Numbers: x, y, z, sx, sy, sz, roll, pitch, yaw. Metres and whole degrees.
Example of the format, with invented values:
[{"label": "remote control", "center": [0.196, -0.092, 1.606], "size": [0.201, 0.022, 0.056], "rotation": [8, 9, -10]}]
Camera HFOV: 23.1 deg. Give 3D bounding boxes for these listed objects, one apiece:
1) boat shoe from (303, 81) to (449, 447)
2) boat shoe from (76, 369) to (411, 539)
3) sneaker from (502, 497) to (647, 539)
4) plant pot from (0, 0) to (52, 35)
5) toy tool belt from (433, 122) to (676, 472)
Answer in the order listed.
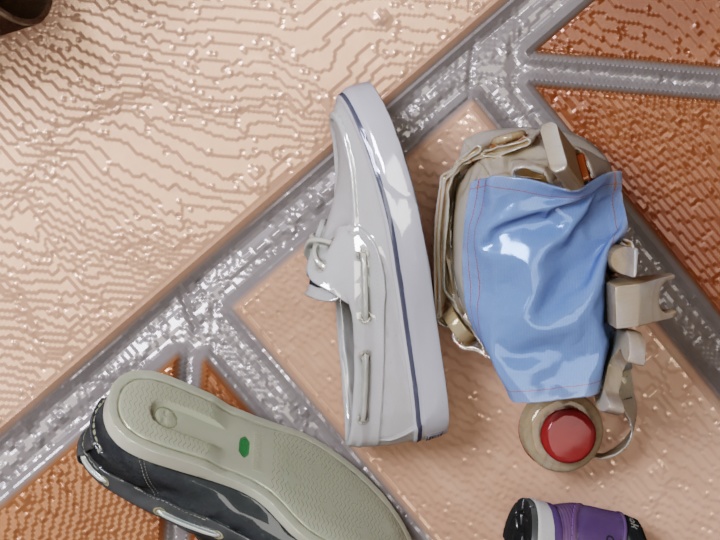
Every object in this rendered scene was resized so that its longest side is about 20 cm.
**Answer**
[{"label": "boat shoe", "center": [0.000, 0.000, 0.966], "size": [0.065, 0.072, 0.201], "rotation": [-12, 104, -8]}, {"label": "boat shoe", "center": [-0.062, 0.125, 0.981], "size": [0.200, 0.072, 0.068], "rotation": [28, 128, -13]}, {"label": "sneaker", "center": [0.119, 0.233, 0.994], "size": [0.087, 0.076, 0.201], "rotation": [8, 94, -12]}, {"label": "plant pot", "center": [-0.288, -0.170, 0.884], "size": [0.199, 0.187, 0.187], "rotation": [-22, 97, 12]}, {"label": "toy tool belt", "center": [0.104, 0.020, 0.947], "size": [0.124, 0.123, 0.201], "rotation": [-8, 96, -4]}]
